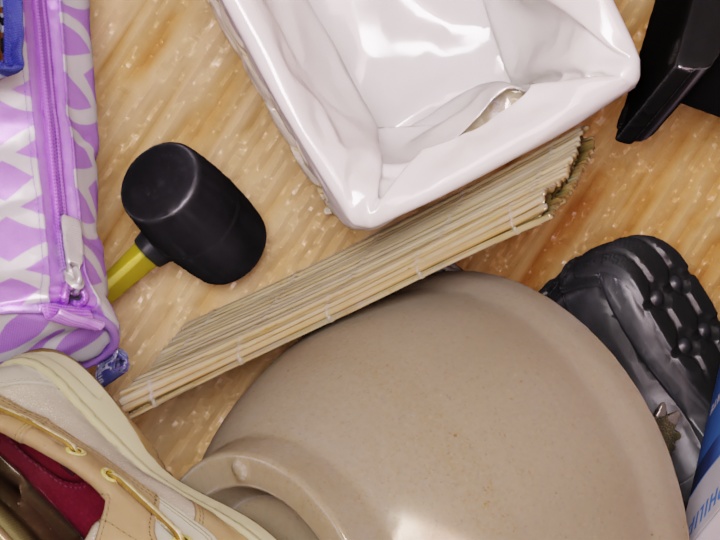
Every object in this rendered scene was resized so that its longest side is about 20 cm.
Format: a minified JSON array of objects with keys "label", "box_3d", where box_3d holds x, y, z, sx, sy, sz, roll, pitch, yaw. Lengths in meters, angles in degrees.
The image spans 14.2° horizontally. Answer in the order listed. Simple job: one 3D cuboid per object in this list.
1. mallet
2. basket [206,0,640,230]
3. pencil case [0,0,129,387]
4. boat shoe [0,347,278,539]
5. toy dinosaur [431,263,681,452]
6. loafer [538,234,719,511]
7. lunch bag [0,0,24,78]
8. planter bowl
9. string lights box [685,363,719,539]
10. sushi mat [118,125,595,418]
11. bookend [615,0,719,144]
[{"label":"mallet","box_3d":[-0.122,0.031,1.202,0.200,0.066,0.041,-46,52,10]},{"label":"basket","box_3d":[0.004,-0.129,1.169,0.135,0.123,0.200,-28,93,-5]},{"label":"pencil case","box_3d":[-0.141,-0.054,1.148,0.084,0.085,0.200,3,67,-30]},{"label":"boat shoe","box_3d":[-0.085,0.109,1.054,0.200,0.066,0.074,39,125,26]},{"label":"toy dinosaur","box_3d":[0.072,0.085,1.188,0.077,0.102,0.200,-15,111,-29]},{"label":"loafer","box_3d":[0.139,0.082,1.211,0.068,0.070,0.201,-26,87,-48]},{"label":"lunch bag","box_3d":[-0.226,-0.157,1.117,0.170,0.124,0.200,-16,63,29]},{"label":"planter bowl","box_3d":[0.008,0.111,1.109,0.135,0.200,0.201,-16,91,-44]},{"label":"string lights box","box_3d":[0.200,0.043,1.169,0.103,0.059,0.200,21,54,-5]},{"label":"sushi mat","box_3d":[0.000,0.000,1.145,0.200,0.096,0.012,-26,100,21]},{"label":"bookend","box_3d":[0.232,-0.123,1.180,0.200,0.092,0.199,18,71,-5]}]
